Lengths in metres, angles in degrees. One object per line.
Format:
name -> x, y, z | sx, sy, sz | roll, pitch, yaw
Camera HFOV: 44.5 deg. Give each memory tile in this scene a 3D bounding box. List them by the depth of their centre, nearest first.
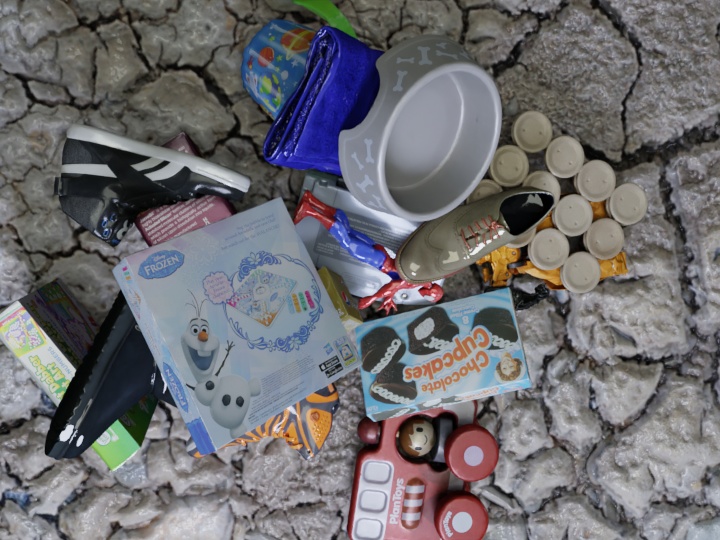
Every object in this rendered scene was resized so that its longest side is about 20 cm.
memory tile -> 0.234, -0.081, 1.060 | 0.199, 0.017, 0.154 | 35, 88, -7

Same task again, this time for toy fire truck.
toy fire truck -> 0.072, 0.245, 1.090 | 0.165, 0.112, 0.204 | 7, 96, -9

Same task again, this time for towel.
towel -> -0.008, -0.167, 0.948 | 0.049, 0.199, 0.149 | 37, 107, 25

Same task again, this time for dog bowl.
dog bowl -> 0.072, -0.145, 0.947 | 0.198, 0.058, 0.203 | -23, 131, -30

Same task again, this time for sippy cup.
sippy cup -> -0.063, -0.215, 1.002 | 0.130, 0.139, 0.180 | 36, 103, 26

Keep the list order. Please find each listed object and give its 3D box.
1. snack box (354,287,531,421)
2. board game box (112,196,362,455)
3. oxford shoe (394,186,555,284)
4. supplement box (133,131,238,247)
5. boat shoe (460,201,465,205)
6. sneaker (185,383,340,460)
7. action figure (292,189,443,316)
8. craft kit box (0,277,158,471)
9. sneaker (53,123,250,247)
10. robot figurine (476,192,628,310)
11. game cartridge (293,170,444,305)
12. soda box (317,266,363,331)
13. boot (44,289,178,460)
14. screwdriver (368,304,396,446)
snack box -> 0.096, 0.102, 1.057 | 0.196, 0.037, 0.118 | -14, 64, 11
board game box -> -0.119, 0.049, 0.894 | 0.198, 0.043, 0.202 | -25, 88, -39
oxford shoe -> 0.129, -0.047, 0.989 | 0.198, 0.075, 0.071 | -30, 92, -15
supplement box -> -0.184, -0.040, 1.012 | 0.102, 0.131, 0.202 | -32, 94, -3
boat shoe -> 0.095, -0.111, 1.075 | 0.071, 0.068, 0.203 | -15, 114, -7
sneaker -> -0.111, 0.199, 1.085 | 0.198, 0.078, 0.113 | -32, 98, -1
action figure -> 0.000, 0.000, 1.028 | 0.198, 0.065, 0.100 | 28, 112, -9
craft kit box -> -0.313, 0.108, 0.992 | 0.048, 0.198, 0.201 | -37, 100, 1
sneaker -> -0.218, -0.073, 0.913 | 0.196, 0.073, 0.114 | 16, 93, 5
robot figurine -> 0.232, -0.030, 1.101 | 0.196, 0.058, 0.148 | -8, 98, -6
game cartridge -> 0.013, -0.032, 1.064 | 0.197, 0.041, 0.135 | 17, 116, -4
soda box -> -0.100, 0.077, 1.048 | 0.198, 0.064, 0.068 | -31, 71, 10
boot -> -0.202, 0.126, 0.895 | 0.167, 0.076, 0.203 | 33, 71, -24
screwdriver -> 0.035, 0.140, 1.122 | 0.029, 0.028, 0.204 | 9, 93, -37
